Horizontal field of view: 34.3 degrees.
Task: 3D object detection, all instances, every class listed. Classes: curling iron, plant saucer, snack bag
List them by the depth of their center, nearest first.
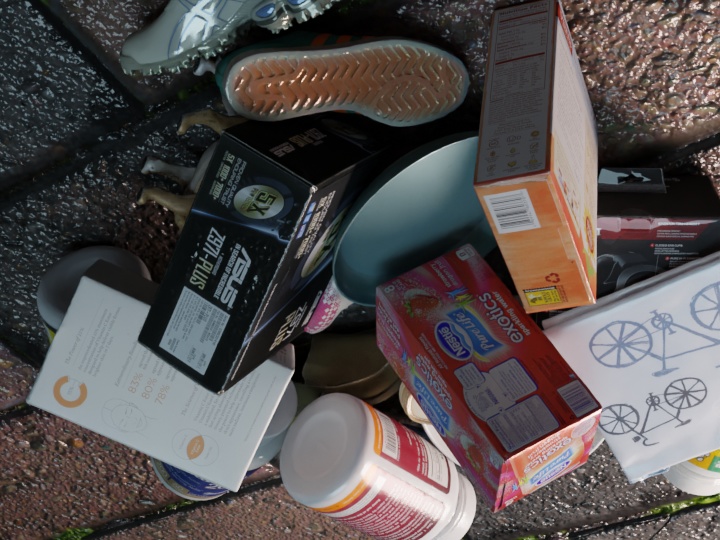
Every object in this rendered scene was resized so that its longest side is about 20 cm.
[{"bbox_3d":[0.059,-0.047,0.985,0.200,0.027,0.200,-25,149,-17],"label":"plant saucer"},{"bbox_3d":[0.016,-0.103,1.000,0.199,0.026,0.050,-14,139,23],"label":"curling iron"},{"bbox_3d":[0.277,0.085,1.000,0.188,0.021,0.200,-25,118,20],"label":"snack bag"}]

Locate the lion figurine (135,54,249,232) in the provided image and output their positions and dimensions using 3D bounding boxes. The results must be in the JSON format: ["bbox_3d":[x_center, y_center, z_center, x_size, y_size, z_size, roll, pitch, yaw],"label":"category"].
[{"bbox_3d":[-0.115,-0.092,1.008,0.122,0.073,0.200,19,133,-24],"label":"lion figurine"}]

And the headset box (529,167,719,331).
[{"bbox_3d":[0.223,0.003,1.007,0.148,0.077,0.201,0,123,3],"label":"headset box"}]

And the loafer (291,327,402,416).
[{"bbox_3d":[-0.023,0.098,1.189,0.200,0.076,0.067,-25,127,35],"label":"loafer"}]

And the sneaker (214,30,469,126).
[{"bbox_3d":[-0.016,-0.158,0.922,0.199,0.080,0.072,-1,116,-18],"label":"sneaker"}]

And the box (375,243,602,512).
[{"bbox_3d":[0.103,0.088,0.994,0.099,0.200,0.096,-24,146,-18],"label":"box"}]

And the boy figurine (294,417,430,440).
[{"bbox_3d":[-0.003,0.178,1.280,0.199,0.065,0.124,7,163,8],"label":"boy figurine"}]

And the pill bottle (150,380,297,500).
[{"bbox_3d":[-0.140,0.162,1.209,0.111,0.111,0.200,24,147,-15],"label":"pill bottle"}]

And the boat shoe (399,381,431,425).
[{"bbox_3d":[0.135,0.120,1.085,0.199,0.069,0.074,-5,116,6],"label":"boat shoe"}]

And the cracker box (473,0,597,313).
[{"bbox_3d":[0.134,-0.088,0.865,0.058,0.200,0.134,-9,134,22],"label":"cracker box"}]

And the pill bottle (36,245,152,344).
[{"bbox_3d":[-0.252,0.079,1.188,0.112,0.112,0.200,4,138,7],"label":"pill bottle"}]

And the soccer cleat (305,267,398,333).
[{"bbox_3d":[0.000,0.000,1.084,0.086,0.070,0.200,17,137,-9],"label":"soccer cleat"}]

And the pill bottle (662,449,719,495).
[{"bbox_3d":[0.349,0.128,1.120,0.112,0.113,0.200,9,138,1],"label":"pill bottle"}]

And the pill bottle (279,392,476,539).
[{"bbox_3d":[0.024,0.207,1.156,0.113,0.113,0.200,-24,138,32],"label":"pill bottle"}]

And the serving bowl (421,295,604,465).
[{"bbox_3d":[0.153,0.106,1.152,0.199,0.066,0.201,1,117,2],"label":"serving bowl"}]

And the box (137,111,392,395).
[{"bbox_3d":[-0.075,-0.023,0.949,0.086,0.164,0.200,32,115,11],"label":"box"}]

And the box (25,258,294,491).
[{"bbox_3d":[-0.174,0.091,1.044,0.200,0.097,0.125,25,97,-7],"label":"box"}]

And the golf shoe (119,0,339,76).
[{"bbox_3d":[-0.111,-0.216,0.889,0.199,0.078,0.097,-18,111,24],"label":"golf shoe"}]
